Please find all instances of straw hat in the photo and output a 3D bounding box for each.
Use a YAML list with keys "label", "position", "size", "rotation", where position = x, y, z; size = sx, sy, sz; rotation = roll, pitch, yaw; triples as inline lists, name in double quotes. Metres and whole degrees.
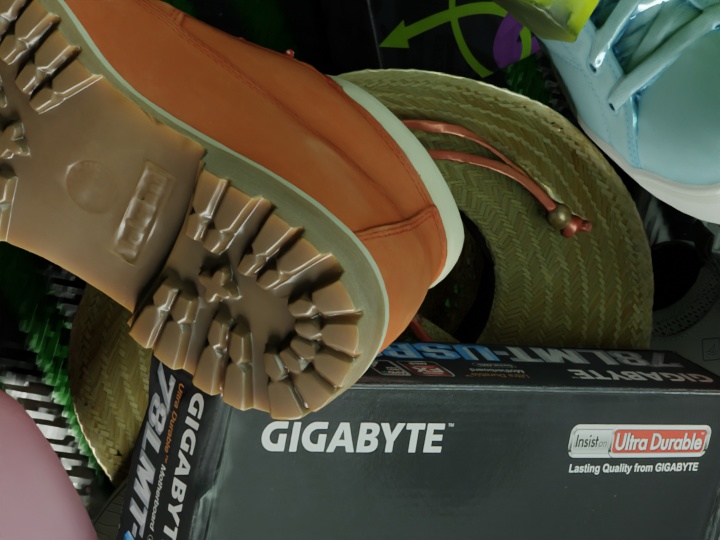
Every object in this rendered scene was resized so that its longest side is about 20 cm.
- label: "straw hat"
  position: [0.000, 0.000, 0.899]
  size: [0.200, 0.085, 0.201]
  rotation: [-4, 125, -5]

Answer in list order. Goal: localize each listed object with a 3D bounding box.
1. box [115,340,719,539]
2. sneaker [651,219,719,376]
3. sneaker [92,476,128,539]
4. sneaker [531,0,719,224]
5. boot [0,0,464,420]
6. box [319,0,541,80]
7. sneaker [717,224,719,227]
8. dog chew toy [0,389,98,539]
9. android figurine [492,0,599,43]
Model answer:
- label: "box"
  position: [0.012, 0.121, 0.834]
  size: [0.200, 0.050, 0.199]
  rotation: [3, 107, -36]
- label: "sneaker"
  position: [0.142, 0.021, 1.028]
  size: [0.200, 0.075, 0.082]
  rotation: [-11, 107, -37]
- label: "sneaker"
  position: [-0.046, 0.130, 0.902]
  size: [0.106, 0.075, 0.200]
  rotation: [18, 118, -41]
- label: "sneaker"
  position: [0.066, -0.094, 0.821]
  size: [0.074, 0.200, 0.082]
  rotation: [-46, 138, 17]
- label: "boot"
  position: [-0.061, -0.044, 0.772]
  size: [0.075, 0.200, 0.107]
  rotation: [-56, 169, 32]
- label: "box"
  position: [0.065, -0.154, 0.942]
  size: [0.200, 0.036, 0.143]
  rotation: [-29, 119, -29]
- label: "sneaker"
  position: [0.161, -0.082, 0.942]
  size: [0.075, 0.115, 0.200]
  rotation: [-26, 144, -30]
- label: "dog chew toy"
  position: [-0.175, 0.111, 0.791]
  size: [0.200, 0.124, 0.125]
  rotation: [-29, 120, -18]
- label: "android figurine"
  position: [0.074, -0.170, 0.783]
  size: [0.200, 0.182, 0.041]
  rotation: [-57, 164, -3]
